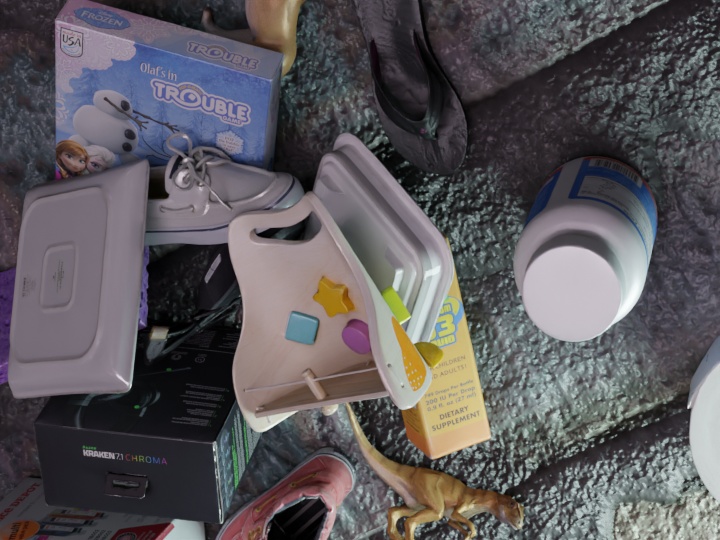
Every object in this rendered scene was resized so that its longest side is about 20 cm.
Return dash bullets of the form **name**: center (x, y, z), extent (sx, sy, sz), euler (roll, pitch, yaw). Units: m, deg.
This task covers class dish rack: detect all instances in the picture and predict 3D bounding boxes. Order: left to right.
- **dish rack**: center (0.000, 0.000, 1.673), extent (0.172, 0.043, 0.201), euler (50, 146, 26)

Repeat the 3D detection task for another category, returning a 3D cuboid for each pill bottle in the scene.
- **pill bottle**: center (0.187, -0.016, 1.608), extent (0.111, 0.200, 0.113), euler (5, 112, 13)

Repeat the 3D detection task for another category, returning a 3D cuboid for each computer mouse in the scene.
- **computer mouse**: center (-0.135, 0.010, 1.704), extent (0.046, 0.140, 0.200), euler (51, 144, 7)

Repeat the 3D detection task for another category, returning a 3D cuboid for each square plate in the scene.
- **square plate**: center (-0.256, 0.009, 1.695), extent (0.197, 0.028, 0.202), euler (-7, 76, 49)

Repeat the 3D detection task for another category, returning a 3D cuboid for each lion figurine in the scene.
- **lion figurine**: center (-0.078, -0.229, 1.676), extent (0.121, 0.073, 0.201), euler (15, 127, 0)

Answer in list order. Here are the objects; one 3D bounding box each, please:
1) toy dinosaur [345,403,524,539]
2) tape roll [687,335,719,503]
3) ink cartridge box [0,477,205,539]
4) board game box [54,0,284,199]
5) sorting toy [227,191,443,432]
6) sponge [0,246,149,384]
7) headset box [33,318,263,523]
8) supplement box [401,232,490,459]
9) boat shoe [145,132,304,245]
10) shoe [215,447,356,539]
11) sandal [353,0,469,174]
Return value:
- **toy dinosaur**: center (0.055, 0.209, 1.816), extent (0.199, 0.060, 0.107), euler (23, 90, -1)
- **tape roll**: center (0.388, 0.131, 1.684), extent (0.200, 0.071, 0.204), euler (5, 112, 12)
- **ink cartridge box**: center (-0.265, 0.300, 1.861), extent (0.198, 0.145, 0.146), euler (2, 110, 20)
- **board game box**: center (-0.173, -0.129, 1.706), extent (0.198, 0.044, 0.200), euler (16, 133, 8)
- **sorting toy**: center (-0.035, 0.026, 1.593), extent (0.199, 0.107, 0.181), euler (-13, 107, 48)
- **sponge**: center (-0.288, 0.034, 1.800), extent (0.199, 0.112, 0.030), euler (-21, 140, 21)
- **headset box**: center (-0.185, 0.136, 1.754), extent (0.172, 0.200, 0.093), euler (4, 121, 12)
- **supplement box**: center (0.060, 0.063, 1.734), extent (0.066, 0.069, 0.202), euler (-18, 106, -13)
- **boat shoe**: center (-0.145, -0.077, 1.667), extent (0.201, 0.075, 0.086), euler (-3, 129, 37)
- **shoe**: center (-0.086, 0.255, 1.839), extent (0.071, 0.091, 0.200), euler (43, 114, -5)
- **sandal**: center (0.036, -0.173, 1.670), extent (0.075, 0.048, 0.202), euler (-16, 105, 19)
